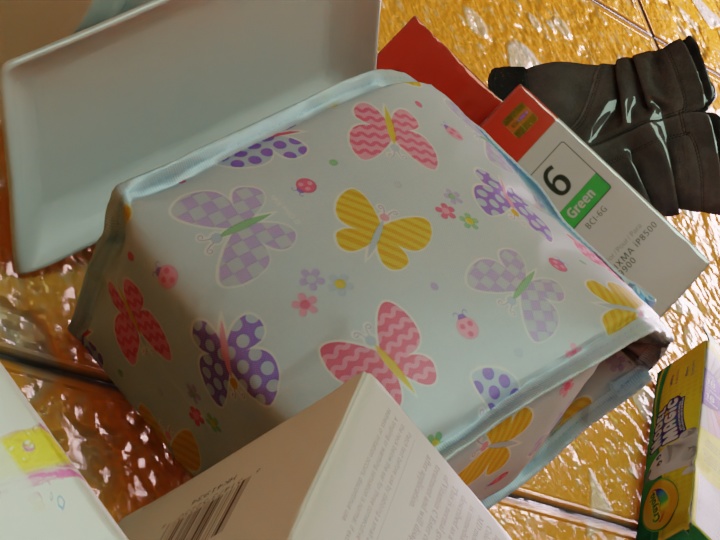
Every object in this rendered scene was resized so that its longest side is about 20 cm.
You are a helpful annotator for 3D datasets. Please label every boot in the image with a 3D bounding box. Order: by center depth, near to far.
[{"bbox_3d":[0.143,-0.028,0.966,0.070,0.131,0.201,38,47,-79],"label":"boot"}]

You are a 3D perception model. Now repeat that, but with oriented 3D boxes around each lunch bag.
[{"bbox_3d":[0.012,0.020,0.730,0.200,0.127,0.170,-31,70,-34],"label":"lunch bag"}]

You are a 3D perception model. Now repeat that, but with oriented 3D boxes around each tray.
[{"bbox_3d":[-0.070,-0.082,0.749,0.200,0.108,0.022,-29,52,-32],"label":"tray"}]

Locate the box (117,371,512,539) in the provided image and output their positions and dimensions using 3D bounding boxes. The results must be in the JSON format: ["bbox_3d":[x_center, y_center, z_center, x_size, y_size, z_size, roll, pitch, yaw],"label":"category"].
[{"bbox_3d":[0.008,0.156,0.590,0.200,0.124,0.098,51,29,-14],"label":"box"}]

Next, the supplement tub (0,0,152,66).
[{"bbox_3d":[-0.103,-0.162,0.804,0.145,0.145,0.200,57,31,7],"label":"supplement tub"}]

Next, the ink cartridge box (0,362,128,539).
[{"bbox_3d":[-0.149,0.096,0.468,0.128,0.125,0.200,-34,87,-43],"label":"ink cartridge box"}]

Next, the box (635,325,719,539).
[{"bbox_3d":[0.221,0.128,1.044,0.117,0.048,0.200,44,34,-14],"label":"box"}]

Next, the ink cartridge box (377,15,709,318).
[{"bbox_3d":[0.068,-0.031,0.911,0.200,0.109,0.050,44,-7,0],"label":"ink cartridge box"}]
